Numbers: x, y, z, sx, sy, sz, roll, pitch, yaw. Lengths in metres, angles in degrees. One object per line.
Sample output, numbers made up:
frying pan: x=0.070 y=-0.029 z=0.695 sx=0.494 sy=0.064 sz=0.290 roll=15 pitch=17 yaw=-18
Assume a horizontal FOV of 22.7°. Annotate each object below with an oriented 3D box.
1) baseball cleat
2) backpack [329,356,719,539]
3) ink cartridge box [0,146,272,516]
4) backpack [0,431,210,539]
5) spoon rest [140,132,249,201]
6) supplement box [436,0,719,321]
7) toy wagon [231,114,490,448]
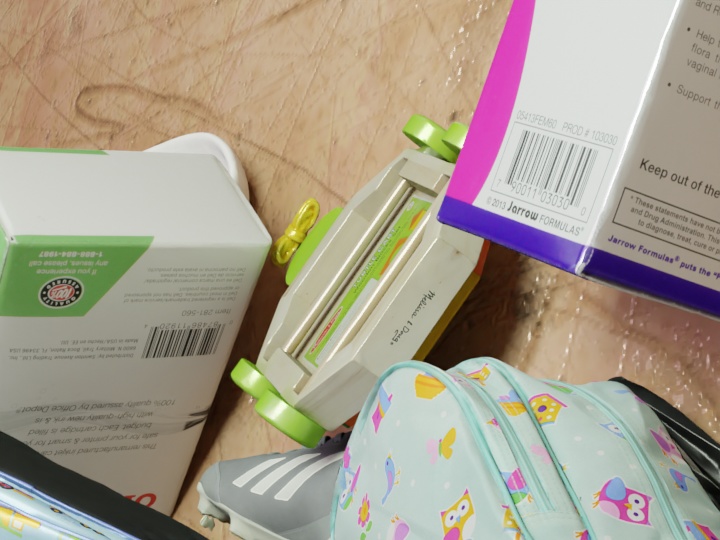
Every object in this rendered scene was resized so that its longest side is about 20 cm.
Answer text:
baseball cleat: x=-0.001 y=0.097 z=0.819 sx=0.200 sy=0.070 sz=0.107 roll=12 pitch=70 yaw=56
backpack: x=0.069 y=0.115 z=0.629 sx=0.167 sy=0.126 sz=0.200 roll=-59 pitch=31 yaw=26
ink cartridge box: x=-0.151 y=0.041 z=0.943 sx=0.084 sy=0.146 sz=0.200 roll=55 pitch=134 yaw=42
backpack: x=-0.174 y=0.189 z=0.820 sx=0.182 sy=0.135 sz=0.201 roll=25 pitch=92 yaw=13
spoon rest: x=-0.127 y=-0.033 z=1.063 sx=0.200 sy=0.060 sz=0.100 roll=5 pitch=80 yaw=58
supplement box: x=0.123 y=-0.091 z=0.667 sx=0.101 sy=0.103 sz=0.201 roll=26 pitch=98 yaw=59
toy wagon: x=0.000 y=0.000 z=0.837 sx=0.155 sy=0.040 sz=0.200 roll=-55 pitch=15 yaw=-1
